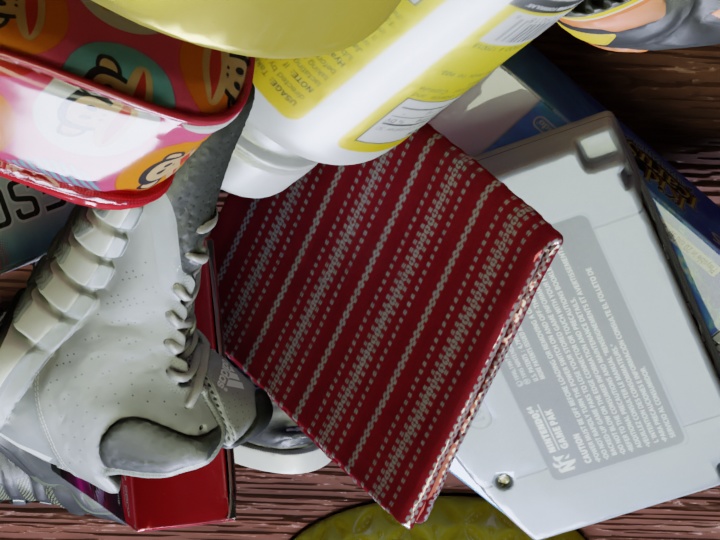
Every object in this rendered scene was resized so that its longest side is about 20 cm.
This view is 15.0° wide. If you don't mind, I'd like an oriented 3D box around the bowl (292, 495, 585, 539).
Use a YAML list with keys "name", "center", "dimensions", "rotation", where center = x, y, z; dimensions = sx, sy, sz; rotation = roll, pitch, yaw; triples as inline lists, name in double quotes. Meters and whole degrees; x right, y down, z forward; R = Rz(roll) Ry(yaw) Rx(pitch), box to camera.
- name: "bowl"
  center: [0.047, 0.230, 1.660]
  dimensions: [0.199, 0.108, 0.201]
  rotation: [-1, 149, -1]

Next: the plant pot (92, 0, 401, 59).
- name: "plant pot"
  center: [-0.028, -0.204, 0.899]
  dimensions: [0.200, 0.202, 0.189]
  rotation: [17, 130, -27]

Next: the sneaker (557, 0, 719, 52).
- name: "sneaker"
  center: [0.171, -0.137, 1.130]
  dimensions: [0.199, 0.070, 0.090]
  rotation: [-12, 162, 17]

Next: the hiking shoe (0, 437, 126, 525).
- name: "hiking shoe"
  center: [-0.184, 0.091, 1.478]
  dimensions: [0.199, 0.076, 0.101]
  rotation: [26, 148, -23]

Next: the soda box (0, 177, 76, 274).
- name: "soda box"
  center: [-0.149, -0.037, 1.167]
  dimensions: [0.199, 0.069, 0.063]
  rotation: [-21, -176, -27]

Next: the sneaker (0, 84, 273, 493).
- name: "sneaker"
  center: [-0.071, 0.011, 1.110]
  dimensions: [0.115, 0.075, 0.200]
  rotation: [33, 117, -10]

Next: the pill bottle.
- name: "pill bottle"
  center: [0.004, -0.112, 1.102]
  dimensions: [0.111, 0.112, 0.200]
  rotation: [23, 138, -33]

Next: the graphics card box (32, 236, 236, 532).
- name: "graphics card box"
  center: [-0.107, 0.042, 1.253]
  dimensions: [0.051, 0.126, 0.200]
  rotation: [-7, -174, -16]

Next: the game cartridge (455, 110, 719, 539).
- name: "game cartridge"
  center: [0.087, 0.030, 1.238]
  dimensions: [0.132, 0.042, 0.201]
  rotation: [-16, 123, 18]

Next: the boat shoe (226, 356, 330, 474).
- name: "boat shoe"
  center: [-0.103, 0.048, 1.386]
  dimensions: [0.199, 0.074, 0.061]
  rotation: [15, 125, 18]

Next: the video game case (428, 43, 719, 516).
- name: "video game case"
  center: [0.070, 0.007, 1.272]
  dimensions: [0.200, 0.046, 0.181]
  rotation: [38, 119, -21]

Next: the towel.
- name: "towel"
  center: [0.000, 0.000, 1.174]
  dimensions: [0.022, 0.200, 0.145]
  rotation: [11, 111, -40]

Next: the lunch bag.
- name: "lunch bag"
  center: [-0.127, -0.133, 0.987]
  dimensions: [0.175, 0.201, 0.082]
  rotation: [19, 141, -25]
